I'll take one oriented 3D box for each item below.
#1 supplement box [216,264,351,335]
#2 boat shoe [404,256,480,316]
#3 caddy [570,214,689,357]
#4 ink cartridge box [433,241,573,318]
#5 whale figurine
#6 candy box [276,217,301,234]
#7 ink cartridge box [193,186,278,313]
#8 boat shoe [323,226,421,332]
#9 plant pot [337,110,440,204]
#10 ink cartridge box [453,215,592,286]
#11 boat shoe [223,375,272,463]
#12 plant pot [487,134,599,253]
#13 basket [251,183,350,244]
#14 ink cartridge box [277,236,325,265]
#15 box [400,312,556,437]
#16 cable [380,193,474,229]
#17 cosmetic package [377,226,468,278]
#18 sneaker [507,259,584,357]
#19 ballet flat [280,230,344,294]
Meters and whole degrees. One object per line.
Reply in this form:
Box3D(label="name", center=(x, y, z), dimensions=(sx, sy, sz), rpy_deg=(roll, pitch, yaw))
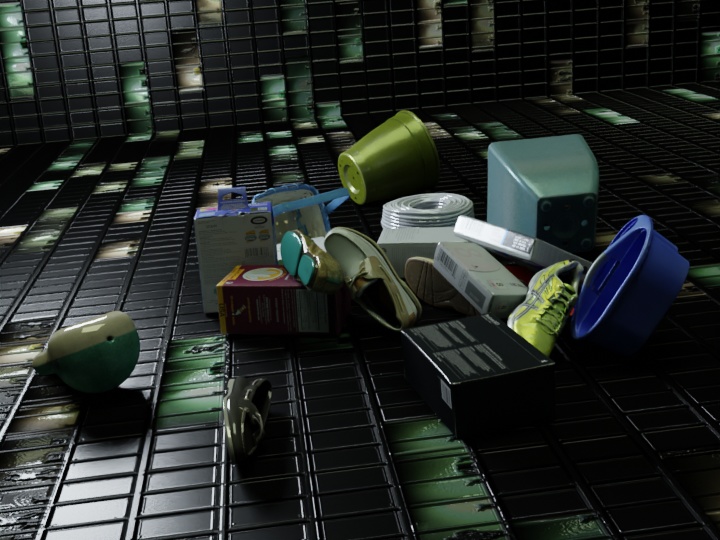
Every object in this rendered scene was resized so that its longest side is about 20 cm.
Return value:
Box3D(label="supplement box", center=(-0.121, 0.047, 1.594), dimensions=(0.196, 0.087, 0.110), rpy_deg=(0, 18, 11))
Box3D(label="boat shoe", center=(0.159, 0.026, 1.630), dimensions=(0.066, 0.075, 0.199), rpy_deg=(-14, 31, -43))
Box3D(label="caddy", center=(0.370, 0.020, 1.391), dimensions=(0.104, 0.202, 0.142), rpy_deg=(27, 18, -7))
Box3D(label="ink cartridge box", center=(0.235, 0.013, 1.546), dimensions=(0.197, 0.058, 0.163), rpy_deg=(-4, 32, -30))
Box3D(label="whale figurine", center=(-0.397, 0.130, 1.428), dimensions=(0.158, 0.105, 0.199), rpy_deg=(-21, 0, -40))
Box3D(label="candy box", center=(-0.216, -0.092, 2.093), dimensions=(0.196, 0.056, 0.116), rpy_deg=(-4, 18, 0))
Box3D(label="ink cartridge box", center=(-0.211, -0.038, 1.686), dimensions=(0.134, 0.204, 0.076), rpy_deg=(-5, 18, -4))
Box3D(label="boat shoe", center=(0.014, 0.013, 1.533), dimensions=(0.200, 0.075, 0.068), rpy_deg=(44, 25, 5))
Box3D(label="plant pot", center=(0.055, -0.252, 2.342), dimensions=(0.191, 0.203, 0.200), rpy_deg=(-25, 25, -21))
Box3D(label="ink cartridge box", center=(0.287, -0.027, 1.651), dimensions=(0.198, 0.044, 0.197), rpy_deg=(23, 0, -37))
Box3D(label="boat shoe", center=(-0.138, 0.178, 1.229), dimensions=(0.056, 0.068, 0.200), rpy_deg=(-10, 15, -3))
Box3D(label="plant pot", center=(0.357, -0.125, 1.859), dimensions=(0.192, 0.199, 0.201), rpy_deg=(-6, 26, -5))
Box3D(label="basket", center=(-0.127, -0.102, 1.917), dimensions=(0.174, 0.141, 0.200), rpy_deg=(-15, -14, -29))
Box3D(label="ink cartridge box", center=(-0.145, -0.008, 1.812), dimensions=(0.197, 0.060, 0.104), rpy_deg=(-9, 18, -15))
Box3D(label="box", center=(0.150, 0.131, 1.285), dimensions=(0.139, 0.080, 0.200), rpy_deg=(-12, 19, -13))
Box3D(label="cable", center=(0.140, -0.112, 2.047), dimensions=(0.196, 0.070, 0.200), rpy_deg=(-3, 18, 4))
Box3D(label="cosmetic package", center=(0.132, -0.033, 1.807), dimensions=(0.196, 0.075, 0.102), rpy_deg=(1, 19, 9))
Box3D(label="sneaker", center=(0.267, 0.053, 1.408), dimensions=(0.075, 0.076, 0.201), rpy_deg=(35, 46, -10))
Box3D(label="ballet flat", center=(-0.073, -0.010, 1.528), dimensions=(0.070, 0.072, 0.200), rpy_deg=(-9, 19, -16))
